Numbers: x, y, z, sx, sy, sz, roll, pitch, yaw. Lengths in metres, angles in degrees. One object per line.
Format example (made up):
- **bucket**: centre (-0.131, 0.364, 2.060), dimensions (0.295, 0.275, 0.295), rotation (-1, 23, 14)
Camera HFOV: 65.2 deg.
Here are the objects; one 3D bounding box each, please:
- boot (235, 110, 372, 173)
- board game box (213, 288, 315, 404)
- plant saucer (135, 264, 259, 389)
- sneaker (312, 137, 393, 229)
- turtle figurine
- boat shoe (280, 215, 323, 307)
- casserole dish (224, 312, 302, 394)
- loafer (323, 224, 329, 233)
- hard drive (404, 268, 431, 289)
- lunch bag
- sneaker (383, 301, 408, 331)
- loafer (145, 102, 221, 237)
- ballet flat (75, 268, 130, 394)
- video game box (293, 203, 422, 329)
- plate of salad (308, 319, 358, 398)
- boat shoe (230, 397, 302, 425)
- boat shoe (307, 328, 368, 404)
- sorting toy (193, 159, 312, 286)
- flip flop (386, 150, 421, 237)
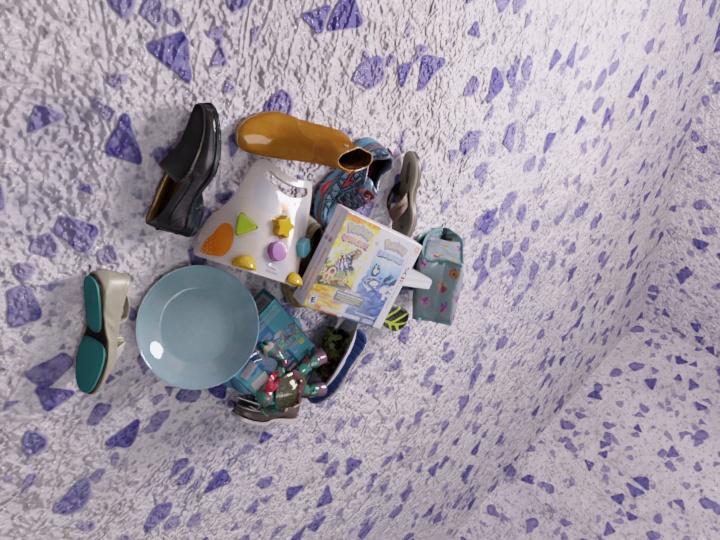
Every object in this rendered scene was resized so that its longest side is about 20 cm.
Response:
- **boot**: centre (-0.084, -0.201, 0.902), dimensions (0.199, 0.143, 0.072), rotation (-12, 124, -43)
- **board game box**: centre (-0.177, 0.154, 1.068), dimensions (0.151, 0.047, 0.201), rotation (-47, 138, -15)
- **plant saucer**: centre (-0.270, 0.093, 0.938), dimensions (0.197, 0.039, 0.206), rotation (-1, 92, -23)
- **sneaker**: centre (-0.012, -0.155, 1.055), dimensions (0.202, 0.095, 0.079), rotation (-56, 143, 0)
- **turtle figurine**: centre (-0.142, 0.209, 1.032), dimensions (0.198, 0.100, 0.153), rotation (-6, 117, -50)
- **boat shoe**: centre (-0.108, -0.007, 1.079), dimensions (0.072, 0.062, 0.204), rotation (-23, 131, -36)
- **casserole dish**: centre (-0.187, 0.173, 1.139), dimensions (0.199, 0.039, 0.123), rotation (-38, 138, -26)
- **loafer**: centre (-0.010, -0.063, 1.089), dimensions (0.071, 0.064, 0.200), rotation (-32, 172, 15)
- **hard drive**: centre (0.049, -0.005, 1.200), dimensions (0.198, 0.131, 0.027), rotation (8, 109, -50)
- **lunch bag**: centre (0.183, 0.005, 1.357), dimensions (0.201, 0.119, 0.174), rotation (-77, 175, -62)
- **sneaker**: centre (0.026, 0.079, 1.286), dimensions (0.199, 0.076, 0.076), rotation (36, 91, -42)
- **loafer**: centre (-0.255, -0.145, 0.814), dimensions (0.071, 0.072, 0.204), rotation (2, 113, -43)
- **ballet flat**: centre (-0.381, 0.092, 0.846), dimensions (0.069, 0.069, 0.204), rotation (-5, 119, -46)
- **video game box**: centre (0.000, 0.000, 1.027), dimensions (0.198, 0.047, 0.185), rotation (20, 99, -40)
- **plate of salad**: centre (-0.066, 0.172, 1.190), dimensions (0.048, 0.200, 0.202), rotation (32, 90, -11)
- **boat shoe**: centre (-0.193, 0.286, 1.187), dimensions (0.199, 0.071, 0.060), rotation (23, 92, -56)
- **boat shoe**: centre (-0.048, 0.224, 1.297), dimensions (0.200, 0.072, 0.072), rotation (-48, 169, 0)
- **sorting toy**: centre (-0.149, -0.081, 0.945), dimensions (0.198, 0.106, 0.184), rotation (19, 85, -42)
- **flip flop**: centre (0.085, -0.151, 1.191), dimensions (0.056, 0.081, 0.204), rotation (-6, 120, -25)
